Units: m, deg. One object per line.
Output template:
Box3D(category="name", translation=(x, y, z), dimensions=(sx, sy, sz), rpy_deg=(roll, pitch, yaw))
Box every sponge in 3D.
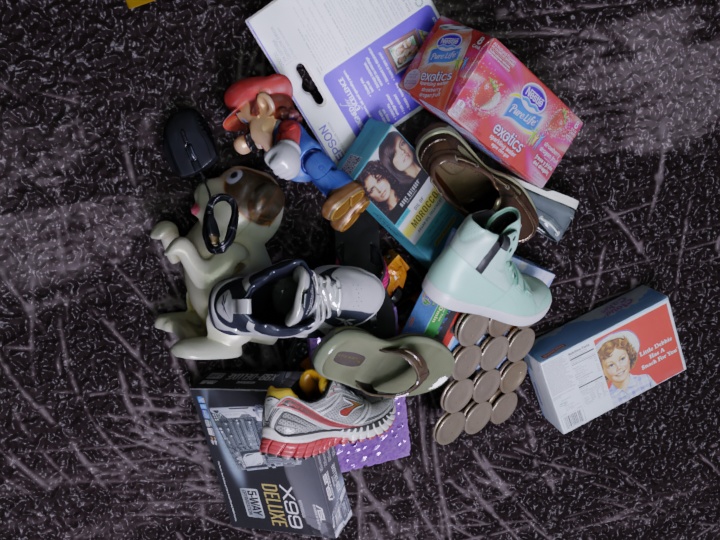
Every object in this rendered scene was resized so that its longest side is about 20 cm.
Box3D(category="sponge", translation=(-0.001, 0.142, 1.093), dimensions=(0.110, 0.030, 0.204), rpy_deg=(-11, 110, -15))

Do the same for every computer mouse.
Box3D(category="computer mouse", translation=(-0.172, -0.102, 0.961), dimensions=(0.058, 0.202, 0.034), rpy_deg=(-27, 147, 2))

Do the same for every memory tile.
Box3D(category="memory tile", translation=(0.161, 0.123, 1.143), dimensions=(0.151, 0.017, 0.203), rpy_deg=(-13, 125, -36))

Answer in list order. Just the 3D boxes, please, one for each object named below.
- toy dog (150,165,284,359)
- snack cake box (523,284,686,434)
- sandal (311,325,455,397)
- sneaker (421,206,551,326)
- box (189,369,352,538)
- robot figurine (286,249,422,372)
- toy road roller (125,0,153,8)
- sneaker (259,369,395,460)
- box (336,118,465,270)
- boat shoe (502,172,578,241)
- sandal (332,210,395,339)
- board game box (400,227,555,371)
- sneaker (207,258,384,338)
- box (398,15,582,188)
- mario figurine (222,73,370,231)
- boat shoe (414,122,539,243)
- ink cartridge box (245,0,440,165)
Box3D(category="toy dog", translation=(-0.139, -0.015, 1.016), dimensions=(0.190, 0.140, 0.204), rpy_deg=(3, 103, -16))
Box3D(category="snack cake box", translation=(0.328, 0.118, 1.219), dimensions=(0.197, 0.067, 0.117), rpy_deg=(-25, 109, -7))
Box3D(category="sandal", translation=(0.031, 0.111, 0.988), dimensions=(0.199, 0.057, 0.081), rpy_deg=(11, 113, -43))
Box3D(category="sneaker", translation=(0.171, -0.007, 1.017), dimensions=(0.198, 0.074, 0.119), rpy_deg=(7, 123, -42))
Box3D(category="box", translation=(-0.106, 0.220, 1.093), dimensions=(0.155, 0.050, 0.203), rpy_deg=(-1, 112, 29))
Box3D(category="robot figurine", translation=(0.002, 0.079, 1.123), dimensions=(0.200, 0.058, 0.145), rpy_deg=(-44, 112, 0))
Box3D(category="toy road roller", translation=(-0.171, -0.364, 0.929), dimensions=(0.197, 0.146, 0.125), rpy_deg=(-9, 114, 27))
Box3D(category="sneaker", translation=(-0.028, 0.149, 0.998), dimensions=(0.198, 0.077, 0.084), rpy_deg=(-6, 95, -52))
Box3D(category="box", translation=(0.059, -0.081, 1.064), dimensions=(0.200, 0.049, 0.083), rpy_deg=(42, 81, -36))
Box3D(category="boat shoe", translation=(0.180, -0.086, 1.116), dimensions=(0.197, 0.073, 0.063), rpy_deg=(15, 98, -24))
Box3D(category="sandal", translation=(0.000, 0.000, 1.046), dimensions=(0.074, 0.045, 0.203), rpy_deg=(-1, 68, -14))
Box3D(category="board game box", translation=(0.148, 0.045, 1.121), dimensions=(0.198, 0.036, 0.153), rpy_deg=(17, 102, -48))
Box3D(category="sneaker", translation=(-0.049, 0.031, 0.925), dimensions=(0.196, 0.129, 0.081), rpy_deg=(3, 87, -22))
Box3D(category="box", translation=(0.151, -0.189, 1.030), dimensions=(0.199, 0.100, 0.096), rpy_deg=(28, 99, -43))
Box3D(category="mario figurine", translation=(-0.085, -0.120, 0.973), dimensions=(0.105, 0.124, 0.200), rpy_deg=(-31, 71, -34))
Box3D(category="boat shoe", translation=(0.137, -0.080, 1.030), dimensions=(0.201, 0.075, 0.075), rpy_deg=(33, 116, -32))
Box3D(category="ink cartridge box", translation=(-0.003, -0.255, 1.030), dimensions=(0.199, 0.043, 0.200), rpy_deg=(-35, 113, -5))
